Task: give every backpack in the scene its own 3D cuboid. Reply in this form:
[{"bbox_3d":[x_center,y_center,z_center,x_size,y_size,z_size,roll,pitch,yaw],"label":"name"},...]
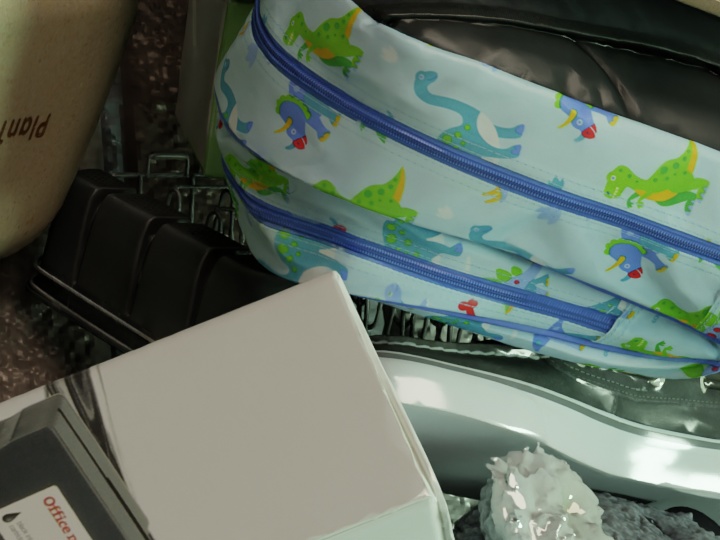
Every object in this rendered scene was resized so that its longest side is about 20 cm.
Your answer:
[{"bbox_3d":[0.054,-0.046,0.891,0.200,0.154,0.163,27,27,-28],"label":"backpack"}]

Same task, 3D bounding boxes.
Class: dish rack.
[{"bbox_3d":[0.000,0.000,0.997,0.200,0.055,0.153,-2,19,-36],"label":"dish rack"}]

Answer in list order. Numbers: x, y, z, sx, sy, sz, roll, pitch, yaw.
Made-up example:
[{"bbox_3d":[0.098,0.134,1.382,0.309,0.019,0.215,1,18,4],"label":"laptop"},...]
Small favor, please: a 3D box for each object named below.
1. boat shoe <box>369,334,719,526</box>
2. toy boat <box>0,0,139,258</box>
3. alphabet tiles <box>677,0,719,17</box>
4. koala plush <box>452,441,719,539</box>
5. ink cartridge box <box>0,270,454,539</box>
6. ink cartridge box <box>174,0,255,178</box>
[{"bbox_3d":[0.067,0.046,0.938,0.200,0.069,0.057,17,64,-37],"label":"boat shoe"},{"bbox_3d":[-0.163,-0.074,0.912,0.131,0.131,0.200,28,17,17],"label":"toy boat"},{"bbox_3d":[0.065,-0.114,0.894,0.200,0.006,0.166,22,15,9],"label":"alphabet tiles"},{"bbox_3d":[0.098,0.146,0.906,0.200,0.177,0.184,41,63,2],"label":"koala plush"},{"bbox_3d":[-0.074,0.099,0.816,0.200,0.145,0.084,-21,60,-5],"label":"ink cartridge box"},{"bbox_3d":[0.038,-0.066,1.029,0.199,0.068,0.117,6,13,-10],"label":"ink cartridge box"}]
